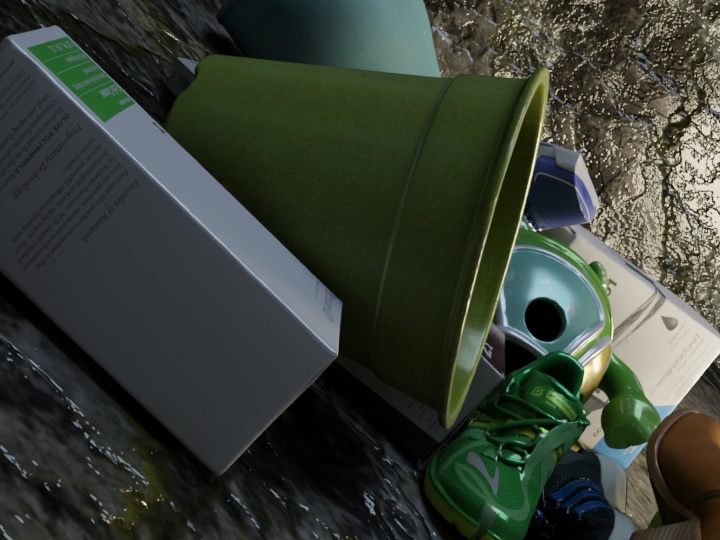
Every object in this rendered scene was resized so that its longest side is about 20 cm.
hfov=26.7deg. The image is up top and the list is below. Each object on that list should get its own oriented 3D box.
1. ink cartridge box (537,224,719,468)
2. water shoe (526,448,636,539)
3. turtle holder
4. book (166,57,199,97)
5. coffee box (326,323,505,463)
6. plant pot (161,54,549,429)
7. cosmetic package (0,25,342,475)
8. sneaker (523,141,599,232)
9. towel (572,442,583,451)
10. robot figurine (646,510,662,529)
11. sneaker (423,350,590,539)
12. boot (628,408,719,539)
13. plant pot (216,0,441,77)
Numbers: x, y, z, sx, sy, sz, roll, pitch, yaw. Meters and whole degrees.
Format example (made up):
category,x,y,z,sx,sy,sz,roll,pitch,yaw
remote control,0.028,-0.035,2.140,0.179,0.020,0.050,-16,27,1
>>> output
category,x,y,z,sx,sy,sz,roll,pitch,yaw
ink cartridge box,0.186,0.055,1.284,0.199,0.147,0.086,31,11,-31
water shoe,0.135,0.175,1.007,0.078,0.072,0.200,17,14,2
turtle holder,0.122,0.064,1.117,0.187,0.140,0.132,58,21,-16
book,-0.065,-0.115,1.123,0.132,0.049,0.200,17,10,-18
coffee box,-0.001,0.015,0.984,0.200,0.080,0.113,44,12,-3
plant pot,-0.012,-0.037,0.839,0.188,0.203,0.200,16,8,9
cosmetic package,-0.106,-0.012,0.709,0.200,0.085,0.108,43,9,-9
sneaker,0.085,-0.034,1.198,0.197,0.116,0.081,3,-37,35
towel,0.140,0.136,1.233,0.086,0.018,0.199,47,11,32
robot figurine,0.290,0.243,1.142,0.175,0.115,0.201,41,10,-49
sneaker,0.096,0.105,0.956,0.074,0.084,0.200,34,29,1
boot,0.256,0.145,0.944,0.074,0.153,0.200,67,27,-22
plant pot,-0.013,-0.220,1.512,0.190,0.198,0.200,60,11,-2
